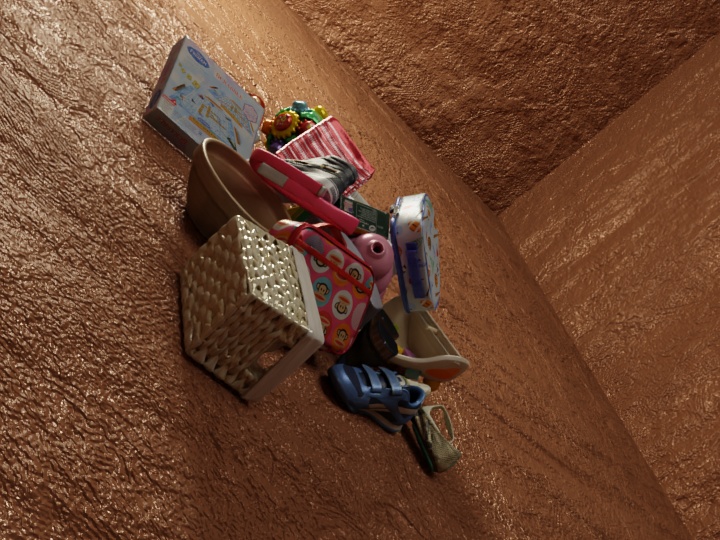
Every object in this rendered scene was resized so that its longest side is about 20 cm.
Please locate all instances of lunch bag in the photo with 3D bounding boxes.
[{"bbox_3d":[-0.068,0.016,1.457,0.082,0.177,0.200,10,-18,44],"label":"lunch bag"},{"bbox_3d":[0.098,-0.033,1.762,0.161,0.075,0.201,-74,155,-58],"label":"lunch bag"}]

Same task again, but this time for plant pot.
[{"bbox_3d":[-0.199,-0.096,1.496,0.201,0.093,0.201,46,14,-15],"label":"plant pot"}]

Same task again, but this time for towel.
[{"bbox_3d":[-0.062,-0.196,1.808,0.145,0.022,0.200,53,42,-5],"label":"towel"}]

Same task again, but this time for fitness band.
[{"bbox_3d":[-0.088,-0.121,1.499,0.199,0.038,0.144,34,-2,17],"label":"fitness band"}]

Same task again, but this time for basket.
[{"bbox_3d":[-0.145,0.042,1.251,0.123,0.135,0.201,38,19,-33],"label":"basket"}]

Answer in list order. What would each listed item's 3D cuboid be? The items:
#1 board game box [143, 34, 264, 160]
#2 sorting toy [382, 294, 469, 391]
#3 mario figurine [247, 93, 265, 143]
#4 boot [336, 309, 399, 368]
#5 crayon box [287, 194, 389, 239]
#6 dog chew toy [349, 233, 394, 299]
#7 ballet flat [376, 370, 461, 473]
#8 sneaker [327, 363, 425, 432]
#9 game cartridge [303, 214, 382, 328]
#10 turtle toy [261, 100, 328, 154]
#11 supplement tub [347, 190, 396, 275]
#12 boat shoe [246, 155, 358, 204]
[{"bbox_3d":[-0.264,-0.271,1.689,0.200,0.041,0.201,42,39,-31],"label":"board game box"},{"bbox_3d":[0.065,0.125,1.754,0.179,0.107,0.200,18,24,-36],"label":"sorting toy"},{"bbox_3d":[-0.232,-0.303,1.851,0.200,0.105,0.125,-41,127,-68],"label":"mario figurine"},{"bbox_3d":[0.007,0.115,1.615,0.075,0.097,0.200,54,9,-9],"label":"boot"},{"bbox_3d":[-0.063,-0.075,1.713,0.126,0.199,0.051,17,70,-43],"label":"crayon box"},{"bbox_3d":[0.000,0.000,1.665,0.125,0.124,0.200,52,-27,7],"label":"dog chew toy"},{"bbox_3d":[0.101,0.237,1.618,0.201,0.075,0.068,57,-12,22],"label":"ballet flat"},{"bbox_3d":[0.025,0.182,1.517,0.200,0.082,0.074,33,25,-46],"label":"sneaker"},{"bbox_3d":[-0.053,0.011,1.591,0.201,0.133,0.040,56,23,20],"label":"game cartridge"},{"bbox_3d":[-0.121,-0.246,1.885,0.101,0.145,0.201,45,18,-52],"label":"turtle toy"},{"bbox_3d":[-0.014,-0.064,1.888,0.200,0.132,0.132,48,15,-8],"label":"supplement tub"},{"bbox_3d":[-0.103,-0.156,1.635,0.199,0.071,0.091,17,38,29],"label":"boat shoe"}]
